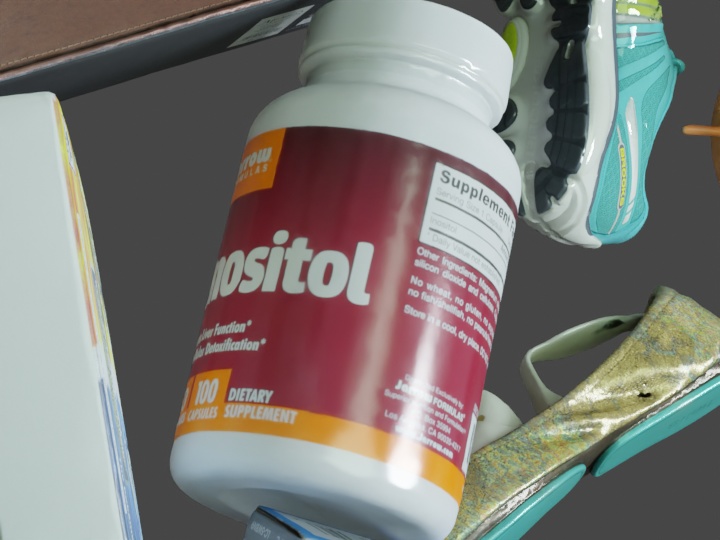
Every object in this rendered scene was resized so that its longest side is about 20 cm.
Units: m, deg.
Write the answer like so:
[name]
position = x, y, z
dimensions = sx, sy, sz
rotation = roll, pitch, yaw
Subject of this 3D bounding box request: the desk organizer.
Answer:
[desk organizer]
position = -0.086, -0.122, 0.878
dimensions = 0.200, 0.072, 0.077
rotation = -20, 86, -30

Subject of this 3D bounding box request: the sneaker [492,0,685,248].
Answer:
[sneaker]
position = 0.104, -0.107, 0.985
dimensions = 0.080, 0.077, 0.200
rotation = 20, 74, -43

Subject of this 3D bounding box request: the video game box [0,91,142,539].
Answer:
[video game box]
position = -0.104, 0.055, 0.767
dimensions = 0.047, 0.182, 0.200
rotation = -9, 83, -8

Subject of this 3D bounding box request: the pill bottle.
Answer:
[pill bottle]
position = 0.000, 0.000, 0.872
dimensions = 0.113, 0.113, 0.200
rotation = 20, 70, -23

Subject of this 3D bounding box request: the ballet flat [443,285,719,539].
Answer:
[ballet flat]
position = 0.078, 0.067, 0.932
dimensions = 0.200, 0.071, 0.071
rotation = -31, 94, -28

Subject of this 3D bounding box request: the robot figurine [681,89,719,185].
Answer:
[robot figurine]
position = 0.240, -0.072, 1.013
dimensions = 0.200, 0.117, 0.144
rotation = -25, 106, -30

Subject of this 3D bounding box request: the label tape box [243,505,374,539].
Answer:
[label tape box]
position = 0.002, 0.204, 0.825
dimensions = 0.144, 0.063, 0.200
rotation = 18, 88, -22
